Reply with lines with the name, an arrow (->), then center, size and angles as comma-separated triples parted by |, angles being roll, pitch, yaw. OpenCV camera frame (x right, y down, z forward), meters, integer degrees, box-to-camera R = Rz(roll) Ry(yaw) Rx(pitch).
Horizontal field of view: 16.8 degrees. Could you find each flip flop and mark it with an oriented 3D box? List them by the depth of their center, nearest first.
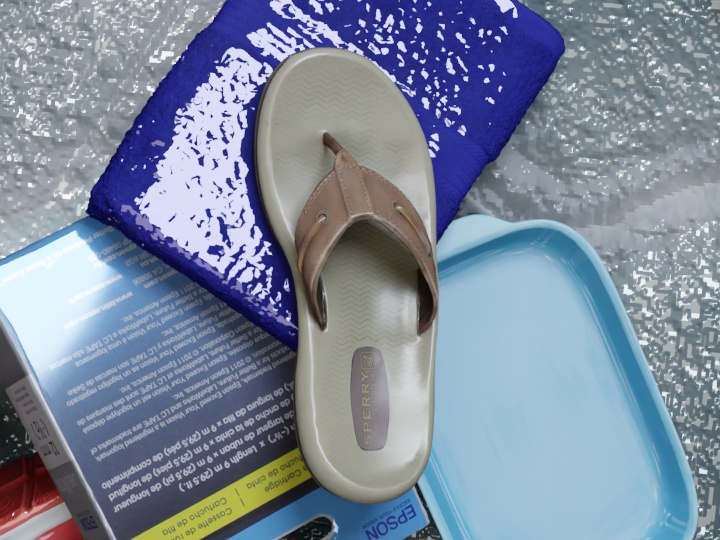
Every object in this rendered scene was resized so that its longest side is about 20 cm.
flip flop -> 0.000, 0.000, 1.053 | 0.081, 0.058, 0.200 | -1, 81, -14

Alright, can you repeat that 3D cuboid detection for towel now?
towel -> -0.015, -0.067, 1.116 | 0.148, 0.050, 0.200 | 35, 74, -5

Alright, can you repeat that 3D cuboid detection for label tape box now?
label tape box -> -0.077, 0.062, 1.131 | 0.143, 0.066, 0.200 | -28, 92, -22

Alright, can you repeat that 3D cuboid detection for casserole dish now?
casserole dish -> 0.079, 0.070, 1.149 | 0.121, 0.039, 0.200 | -23, 92, -1

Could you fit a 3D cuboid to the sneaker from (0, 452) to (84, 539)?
sneaker -> -0.178, 0.173, 1.187 | 0.200, 0.078, 0.116 | -29, 107, 7
